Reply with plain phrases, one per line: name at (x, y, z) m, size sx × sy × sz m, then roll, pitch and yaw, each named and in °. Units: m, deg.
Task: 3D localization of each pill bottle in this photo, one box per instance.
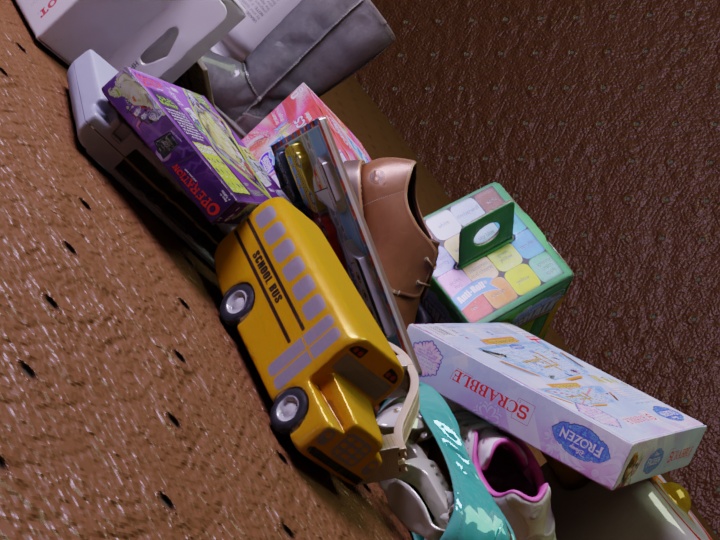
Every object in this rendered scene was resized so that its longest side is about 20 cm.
pill bottle at (-0.110, -0.286, 1.560) m, size 0.114 × 0.200 × 0.114 m, roll 47°, pitch 9°, yaw -10°

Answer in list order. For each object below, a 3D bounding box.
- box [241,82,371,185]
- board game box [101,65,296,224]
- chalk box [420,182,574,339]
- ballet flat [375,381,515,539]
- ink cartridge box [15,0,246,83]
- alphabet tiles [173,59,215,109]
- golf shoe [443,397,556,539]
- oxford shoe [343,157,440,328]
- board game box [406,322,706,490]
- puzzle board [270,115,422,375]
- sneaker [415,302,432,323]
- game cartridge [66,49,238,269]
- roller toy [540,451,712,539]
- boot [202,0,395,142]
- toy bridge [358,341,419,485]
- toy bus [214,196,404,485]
box at (-0.040, -0.081, 1.369) m, size 0.095 × 0.103 × 0.200 m, roll 44°, pitch 9°, yaw -32°
board game box at (-0.111, -0.085, 1.037) m, size 0.120 × 0.032 × 0.200 m, roll 54°, pitch 8°, yaw 4°
chalk box at (0.106, 0.014, 1.326) m, size 0.124 × 0.124 × 0.200 m, roll 53°, pitch -25°, yaw 22°
ballet flat at (0.040, 0.133, 0.985) m, size 0.070 × 0.068 × 0.200 m, roll 20°, pitch 21°, yaw -31°
ink cartridge box at (-0.197, -0.235, 1.140) m, size 0.125 × 0.128 × 0.200 m, roll 38°, pitch 13°, yaw -51°
alphabet tiles at (-0.169, -0.200, 1.281) m, size 0.200 × 0.006 × 0.167 m, roll 56°, pitch -17°, yaw 37°
golf shoe at (0.098, 0.140, 1.110) m, size 0.200 × 0.075 × 0.092 m, roll -124°, pitch -153°, yaw -44°
oxford shoe at (0.033, 0.006, 1.168) m, size 0.071 × 0.071 × 0.201 m, roll -31°, pitch 113°, yaw -79°
board game box at (0.155, 0.102, 1.142) m, size 0.199 × 0.041 × 0.200 m, roll 28°, pitch 12°, yaw 27°
puzzle board at (-0.017, -0.012, 1.098) m, size 0.201 × 0.017 × 0.151 m, roll 69°, pitch -16°, yaw -3°
sneaker at (0.000, 0.000, 1.243) m, size 0.084 × 0.077 × 0.200 m, roll 17°, pitch -16°, yaw 44°
game cartridge at (-0.137, -0.070, 1.050) m, size 0.200 × 0.040 × 0.134 m, roll 45°, pitch 13°, yaw -30°
roller toy at (0.222, 0.229, 1.221) m, size 0.200 × 0.140 × 0.182 m, roll 54°, pitch 9°, yaw 32°
boot at (-0.087, -0.230, 1.432) m, size 0.182 × 0.200 × 0.073 m, roll 44°, pitch 9°, yaw -32°
toy bridge at (0.005, 0.078, 1.004) m, size 0.200 × 0.067 × 0.027 m, roll -116°, pitch -160°, yaw -60°
toy bus at (-0.033, 0.043, 0.934) m, size 0.065 × 0.078 × 0.200 m, roll 41°, pitch 12°, yaw -42°
